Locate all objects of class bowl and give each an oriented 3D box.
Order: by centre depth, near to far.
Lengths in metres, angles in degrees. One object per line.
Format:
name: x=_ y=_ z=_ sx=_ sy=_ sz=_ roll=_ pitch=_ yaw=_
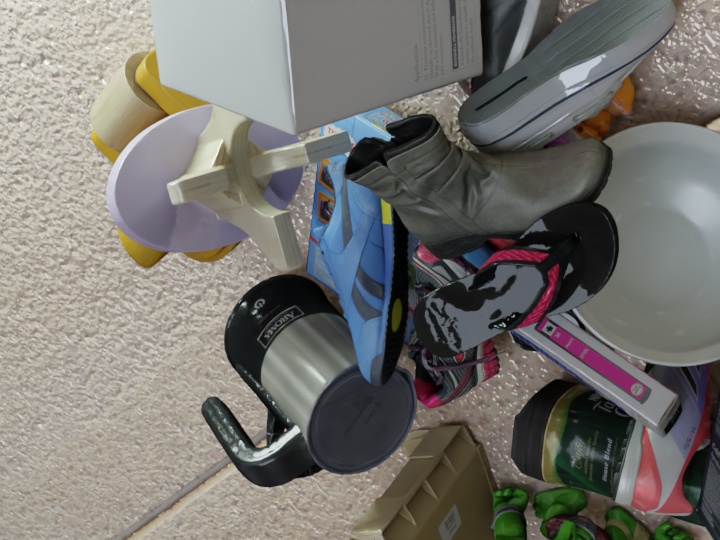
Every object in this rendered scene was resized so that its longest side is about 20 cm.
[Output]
bowl: x=0.252 y=-0.016 z=1.565 sx=0.201 sy=0.201 sz=0.090 roll=39 pitch=173 yaw=5

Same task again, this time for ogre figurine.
ogre figurine: x=0.201 y=0.265 z=1.783 sx=0.199 sy=0.120 sz=0.099 roll=30 pitch=130 yaw=14

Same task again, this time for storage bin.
storage bin: x=0.061 y=0.285 z=1.831 sx=0.093 sy=0.200 sz=0.200 roll=-6 pitch=114 yaw=34

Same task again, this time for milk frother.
milk frother: x=-0.030 y=0.137 z=1.808 sx=0.181 sy=0.199 sz=0.188 roll=-54 pitch=38 yaw=6

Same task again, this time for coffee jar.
coffee jar: x=0.240 y=0.161 z=1.703 sx=0.198 sy=0.104 sz=0.086 roll=13 pitch=109 yaw=25

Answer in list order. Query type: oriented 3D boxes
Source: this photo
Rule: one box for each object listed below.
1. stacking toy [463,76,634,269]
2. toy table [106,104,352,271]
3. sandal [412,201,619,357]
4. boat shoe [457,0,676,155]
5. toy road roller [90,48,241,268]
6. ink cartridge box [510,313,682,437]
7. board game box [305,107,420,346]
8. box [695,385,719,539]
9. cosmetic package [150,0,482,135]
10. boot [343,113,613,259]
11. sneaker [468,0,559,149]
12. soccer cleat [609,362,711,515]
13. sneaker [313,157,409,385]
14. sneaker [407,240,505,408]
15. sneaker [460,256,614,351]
stacking toy: x=0.167 y=-0.088 z=1.608 sx=0.201 sy=0.109 sz=0.116 roll=-52 pitch=52 yaw=21
toy table: x=-0.113 y=-0.086 z=1.680 sx=0.117 sy=0.199 sz=0.185 roll=-6 pitch=114 yaw=57
sandal: x=0.121 y=0.015 z=1.494 sx=0.199 sy=0.045 sz=0.076 roll=-32 pitch=87 yaw=28
boat shoe: x=0.175 y=-0.156 z=1.545 sx=0.199 sy=0.074 sz=0.067 roll=-29 pitch=130 yaw=10
toy road roller: x=-0.187 y=-0.095 z=1.788 sx=0.200 sy=0.146 sz=0.123 roll=46 pitch=133 yaw=0
ink cartridge box: x=0.175 y=0.066 z=1.559 sx=0.199 sy=0.095 sz=0.037 roll=33 pitch=88 yaw=15
board game box: x=0.018 y=-0.049 z=1.734 sx=0.151 sy=0.036 sz=0.201 roll=35 pitch=134 yaw=33
box: x=0.392 y=0.144 z=1.527 sx=0.198 sy=0.104 sz=0.184 roll=-7 pitch=124 yaw=-14
cosmetic package: x=-0.038 y=-0.210 z=1.541 sx=0.199 sy=0.199 sz=0.124 roll=25 pitch=126 yaw=48
boot: x=0.090 y=-0.080 z=1.508 sx=0.199 sy=0.068 sz=0.130 roll=-21 pitch=135 yaw=35
sneaker: x=0.104 y=-0.203 z=1.592 sx=0.099 sy=0.071 sz=0.201 roll=27 pitch=123 yaw=18
soccer cleat: x=0.273 y=0.112 z=1.618 sx=0.073 sy=0.202 sz=0.068 roll=17 pitch=164 yaw=8
sneaker: x=0.000 y=0.000 z=1.661 sx=0.078 sy=0.066 sz=0.202 roll=3 pitch=100 yaw=16
sneaker: x=0.076 y=0.051 z=1.685 sx=0.081 sy=0.074 sz=0.201 roll=41 pitch=158 yaw=38
sneaker: x=0.145 y=0.022 z=1.690 sx=0.199 sy=0.088 sz=0.076 roll=22 pitch=130 yaw=22
